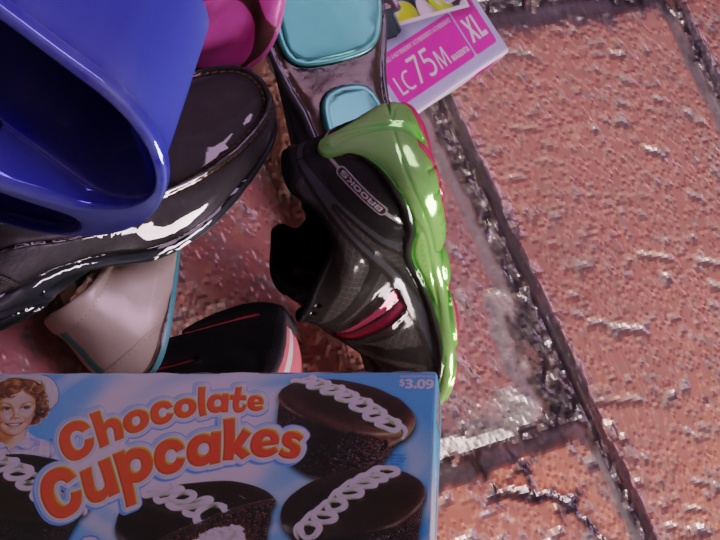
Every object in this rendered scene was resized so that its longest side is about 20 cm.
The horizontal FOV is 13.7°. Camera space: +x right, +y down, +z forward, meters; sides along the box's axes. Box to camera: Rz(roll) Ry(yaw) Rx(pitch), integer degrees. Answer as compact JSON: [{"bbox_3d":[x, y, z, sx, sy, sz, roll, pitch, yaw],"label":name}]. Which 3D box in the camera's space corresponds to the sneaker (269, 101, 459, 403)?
[{"bbox_3d":[0.000,0.000,1.402,0.200,0.083,0.077,81,-2,-45],"label":"sneaker"}]

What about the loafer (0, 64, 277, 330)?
[{"bbox_3d":[-0.114,-0.041,1.296,0.200,0.072,0.073,-34,64,-30],"label":"loafer"}]

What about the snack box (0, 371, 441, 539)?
[{"bbox_3d":[-0.068,0.099,1.241,0.037,0.199,0.117,82,9,-54],"label":"snack box"}]

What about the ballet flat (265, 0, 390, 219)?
[{"bbox_3d":[-0.019,-0.094,1.487,0.073,0.073,0.201,-7,82,-48],"label":"ballet flat"}]

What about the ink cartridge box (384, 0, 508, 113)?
[{"bbox_3d":[-0.013,-0.173,1.574,0.200,0.042,0.119,55,39,-1],"label":"ink cartridge box"}]

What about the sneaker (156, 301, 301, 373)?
[{"bbox_3d":[-0.060,0.101,1.340,0.201,0.073,0.087,-82,155,-45],"label":"sneaker"}]

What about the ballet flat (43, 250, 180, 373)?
[{"bbox_3d":[-0.106,-0.040,1.374,0.069,0.069,0.201,33,45,-27],"label":"ballet flat"}]

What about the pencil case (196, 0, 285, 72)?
[{"bbox_3d":[-0.123,-0.143,1.310,0.200,0.094,0.091,10,81,-40],"label":"pencil case"}]

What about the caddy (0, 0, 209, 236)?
[{"bbox_3d":[-0.156,-0.089,1.170,0.200,0.141,0.105,37,57,-25],"label":"caddy"}]
